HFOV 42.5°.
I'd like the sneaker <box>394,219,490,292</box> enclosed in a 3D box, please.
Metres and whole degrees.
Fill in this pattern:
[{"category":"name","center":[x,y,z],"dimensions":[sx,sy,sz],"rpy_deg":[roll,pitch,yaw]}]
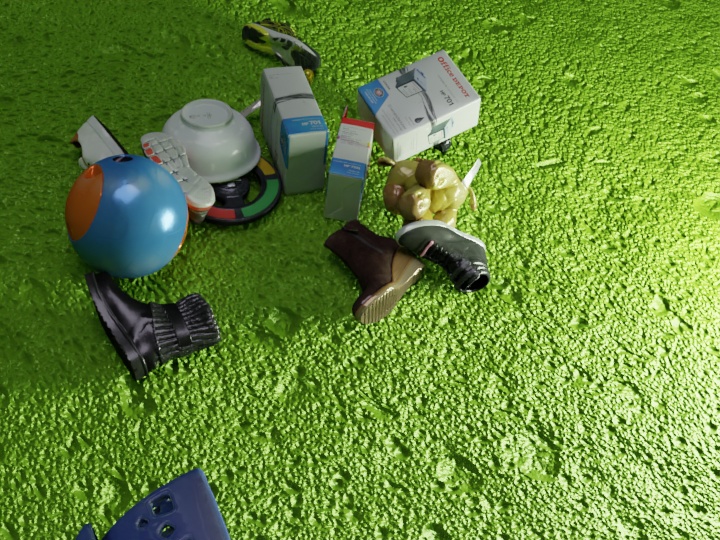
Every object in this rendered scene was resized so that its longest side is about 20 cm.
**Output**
[{"category":"sneaker","center":[0.152,-0.021,1.609],"dimensions":[0.198,0.071,0.100],"rpy_deg":[15,42,-33]}]

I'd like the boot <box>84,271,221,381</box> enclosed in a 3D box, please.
[{"category":"boot","center":[-0.332,0.063,1.477],"dimensions":[0.157,0.080,0.212],"rpy_deg":[-28,69,-22]}]

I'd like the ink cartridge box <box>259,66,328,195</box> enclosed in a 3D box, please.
[{"category":"ink cartridge box","center":[-0.129,-0.269,1.763],"dimensions":[0.085,0.147,0.201],"rpy_deg":[-8,50,-15]}]

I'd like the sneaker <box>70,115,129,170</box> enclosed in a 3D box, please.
[{"category":"sneaker","center":[-0.461,-0.190,1.706],"dimensions":[0.085,0.073,0.200],"rpy_deg":[-42,68,-2]}]

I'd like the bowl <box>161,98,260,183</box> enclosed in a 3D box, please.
[{"category":"bowl","center":[-0.284,-0.256,1.724],"dimensions":[0.198,0.091,0.202],"rpy_deg":[4,40,-3]}]

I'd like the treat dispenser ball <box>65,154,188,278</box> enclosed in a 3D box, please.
[{"category":"treat dispenser ball","center":[-0.383,-0.088,1.524],"dimensions":[0.198,0.202,0.203],"rpy_deg":[5,48,-5]}]

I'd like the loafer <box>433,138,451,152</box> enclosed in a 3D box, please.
[{"category":"loafer","center":[0.098,-0.299,1.891],"dimensions":[0.200,0.068,0.070],"rpy_deg":[40,75,18]}]

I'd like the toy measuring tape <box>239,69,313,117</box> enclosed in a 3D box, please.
[{"category":"toy measuring tape","center":[-0.174,-0.343,1.895],"dimensions":[0.199,0.074,0.074],"rpy_deg":[-39,61,-9]}]

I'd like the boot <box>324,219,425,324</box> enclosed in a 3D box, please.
[{"category":"boot","center":[0.000,0.000,1.603],"dimensions":[0.165,0.073,0.200],"rpy_deg":[31,44,20]}]

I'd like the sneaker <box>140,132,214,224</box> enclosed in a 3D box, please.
[{"category":"sneaker","center":[-0.333,-0.159,1.636],"dimensions":[0.076,0.082,0.201],"rpy_deg":[-18,59,-36]}]

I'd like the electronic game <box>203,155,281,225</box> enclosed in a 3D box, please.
[{"category":"electronic game","center":[-0.244,-0.158,1.717],"dimensions":[0.197,0.042,0.202],"rpy_deg":[5,48,-6]}]

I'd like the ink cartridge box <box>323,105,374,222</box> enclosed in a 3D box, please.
[{"category":"ink cartridge box","center":[-0.017,-0.203,1.744],"dimensions":[0.066,0.117,0.202],"rpy_deg":[10,48,1]}]

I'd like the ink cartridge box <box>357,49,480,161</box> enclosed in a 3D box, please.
[{"category":"ink cartridge box","center":[0.113,-0.320,1.805],"dimensions":[0.198,0.086,0.147],"rpy_deg":[-27,64,-12]}]

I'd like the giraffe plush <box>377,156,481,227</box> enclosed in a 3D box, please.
[{"category":"giraffe plush","center":[0.105,-0.150,1.709],"dimensions":[0.161,0.174,0.200],"rpy_deg":[22,56,39]}]

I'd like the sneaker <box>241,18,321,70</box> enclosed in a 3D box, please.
[{"category":"sneaker","center":[-0.161,-0.501,2.013],"dimensions":[0.198,0.075,0.085],"rpy_deg":[30,50,17]}]

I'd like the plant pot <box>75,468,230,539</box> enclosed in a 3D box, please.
[{"category":"plant pot","center":[-0.237,0.393,1.128],"dimensions":[0.178,0.201,0.201],"rpy_deg":[-18,54,-17]}]
